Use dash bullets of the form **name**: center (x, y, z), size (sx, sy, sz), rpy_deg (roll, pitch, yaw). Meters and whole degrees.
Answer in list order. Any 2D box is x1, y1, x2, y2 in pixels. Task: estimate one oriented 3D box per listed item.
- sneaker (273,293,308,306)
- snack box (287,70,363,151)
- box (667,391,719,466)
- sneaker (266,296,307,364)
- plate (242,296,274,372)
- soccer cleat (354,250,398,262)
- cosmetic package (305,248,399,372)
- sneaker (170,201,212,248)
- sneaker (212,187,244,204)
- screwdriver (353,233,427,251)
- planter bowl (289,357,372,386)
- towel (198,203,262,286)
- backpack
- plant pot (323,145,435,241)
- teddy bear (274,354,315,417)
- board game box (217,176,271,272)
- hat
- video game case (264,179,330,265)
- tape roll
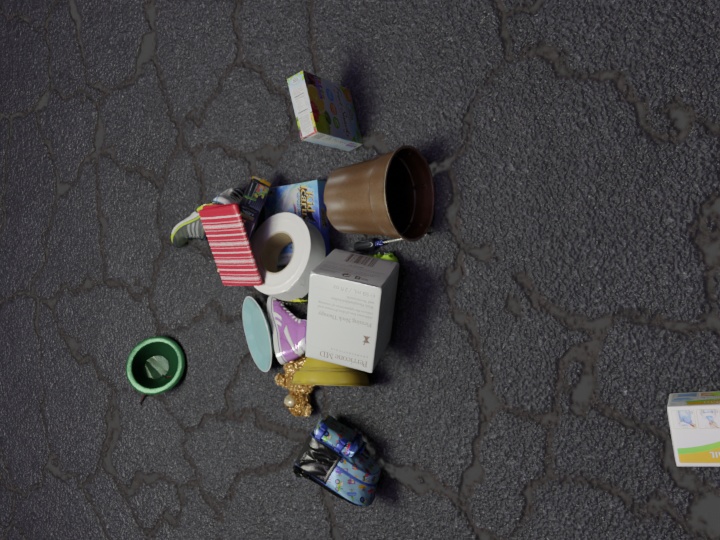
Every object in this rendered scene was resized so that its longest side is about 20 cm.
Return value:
- **sneaker**: center (-0.123, 0.042, 1.511), size (0.195, 0.079, 0.087), rpy_deg (9, 59, 17)
- **snack box**: center (-0.077, -0.364, 1.396), size (0.052, 0.198, 0.146), rpy_deg (-16, 84, 30)
- **box**: center (0.640, 0.267, 1.031), size (0.196, 0.112, 0.104), rpy_deg (-10, 87, 30)
- **sneaker**: center (-0.170, 0.131, 1.540), size (0.112, 0.073, 0.204), rpy_deg (-27, 56, 11)
- **plate**: center (-0.265, 0.165, 1.595), size (0.199, 0.025, 0.205), rpy_deg (33, 129, 53)
- **soccer cleat**: center (0.000, 0.000, 1.443), size (0.196, 0.067, 0.083), rpy_deg (-2, 97, 30)
- **cosmetic package**: center (-0.017, 0.085, 1.353), size (0.163, 0.167, 0.205), rpy_deg (11, 113, 14)
- **sneaker**: center (-0.465, -0.114, 1.720), size (0.198, 0.073, 0.082), rpy_deg (-34, 78, 29)
- **sneaker**: center (-0.337, -0.184, 1.577), size (0.071, 0.200, 0.073), rpy_deg (35, 94, -11)
- **screwdriver**: center (0.067, -0.069, 1.414), size (0.196, 0.029, 0.029), rpy_deg (-9, 87, 37)
- **planter bowl**: center (-0.068, 0.228, 1.423), size (0.196, 0.199, 0.086), rpy_deg (-4, 77, 31)
- **towel**: center (-0.307, -0.060, 1.436), size (0.142, 0.022, 0.205), rpy_deg (0, 113, 39)
- **backpack**: center (-0.036, 0.453, 1.420), size (0.197, 0.182, 0.137), rpy_deg (29, 89, 13)
- **plant pot**: center (0.034, -0.164, 1.349), size (0.195, 0.198, 0.206), rpy_deg (0, 92, 38)
- **teddy bear**: center (-0.164, 0.274, 1.550), size (0.143, 0.066, 0.205), rpy_deg (22, 102, 31)
- **board game box**: center (-0.294, -0.109, 1.530), size (0.056, 0.168, 0.202), rpy_deg (20, 133, -10)
- **hat**: center (-0.622, 0.303, 1.862), size (0.195, 0.176, 0.169), rpy_deg (-17, 79, -8)
- **video game case**: center (-0.165, -0.118, 1.550), size (0.177, 0.045, 0.206), rpy_deg (-4, 89, 30)
- **tape roll**: center (-0.182, -0.033, 1.464), size (0.198, 0.070, 0.208), rpy_deg (-10, 70, 28)
